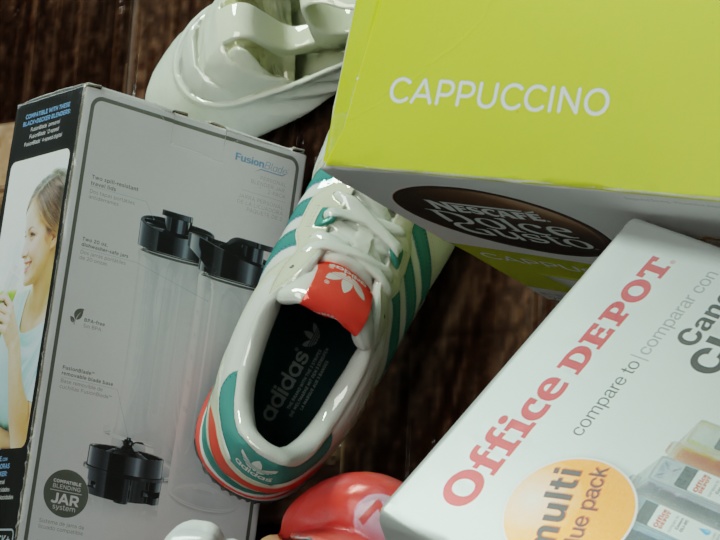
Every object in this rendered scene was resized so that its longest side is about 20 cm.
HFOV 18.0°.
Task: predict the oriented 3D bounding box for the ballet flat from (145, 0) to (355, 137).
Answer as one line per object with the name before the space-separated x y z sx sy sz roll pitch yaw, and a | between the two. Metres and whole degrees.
ballet flat | -0.023 -0.106 0.985 0.199 0.069 0.070 -16 69 25

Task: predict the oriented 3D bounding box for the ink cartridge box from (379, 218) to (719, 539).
ink cartridge box | 0.133 0.104 0.687 0.200 0.145 0.145 21 55 36

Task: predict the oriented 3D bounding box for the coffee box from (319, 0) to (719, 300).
coffee box | 0.132 -0.095 0.814 0.199 0.198 0.201 7 79 31

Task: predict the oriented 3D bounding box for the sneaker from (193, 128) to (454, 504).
sneaker | -0.001 0.000 0.905 0.070 0.093 0.200 28 80 -6

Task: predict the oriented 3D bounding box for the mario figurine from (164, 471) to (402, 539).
mario figurine | -0.030 0.171 0.880 0.106 0.123 0.201 32 97 45

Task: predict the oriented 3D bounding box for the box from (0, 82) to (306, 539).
box | -0.096 0.035 0.951 0.060 0.116 0.201 -8 72 53
